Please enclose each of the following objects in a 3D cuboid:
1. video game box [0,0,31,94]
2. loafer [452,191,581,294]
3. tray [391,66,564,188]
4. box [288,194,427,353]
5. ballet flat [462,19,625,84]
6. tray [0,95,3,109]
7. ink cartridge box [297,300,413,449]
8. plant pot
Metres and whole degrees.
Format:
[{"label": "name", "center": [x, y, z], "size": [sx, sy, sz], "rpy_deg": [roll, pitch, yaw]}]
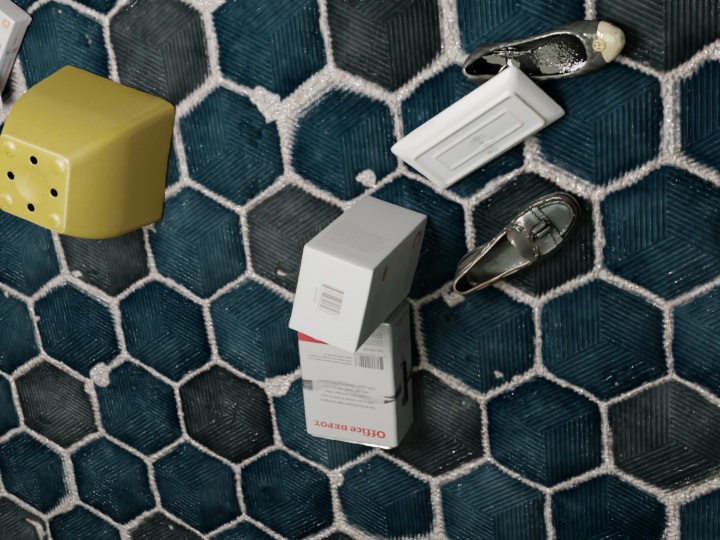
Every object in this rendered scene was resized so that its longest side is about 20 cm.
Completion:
[{"label": "video game box", "center": [-0.609, -0.363, 1.685], "size": [0.200, 0.047, 0.182], "rpy_deg": [37, 121, 6]}, {"label": "loafer", "center": [0.200, -0.026, 1.445], "size": [0.200, 0.063, 0.072], "rpy_deg": [-38, 93, 33]}, {"label": "tray", "center": [0.146, -0.169, 1.396], "size": [0.200, 0.022, 0.107], "rpy_deg": [-31, 133, 33]}, {"label": "box", "center": [0.000, 0.000, 1.469], "size": [0.097, 0.200, 0.125], "rpy_deg": [21, 119, 16]}, {"label": "ballet flat", "center": [0.218, -0.253, 1.338], "size": [0.200, 0.057, 0.067], "rpy_deg": [-8, 109, 28]}, {"label": "tray", "center": [-0.633, -0.295, 1.689], "size": [0.200, 0.022, 0.108], "rpy_deg": [6, 116, 24]}, {"label": "ink cartridge box", "center": [-0.005, 0.142, 1.604], "size": [0.144, 0.084, 0.200], "rpy_deg": [6, 114, 22]}, {"label": "plant pot", "center": [-0.408, -0.152, 1.594], "size": [0.194, 0.200, 0.196], "rpy_deg": [21, 120, 15]}]
